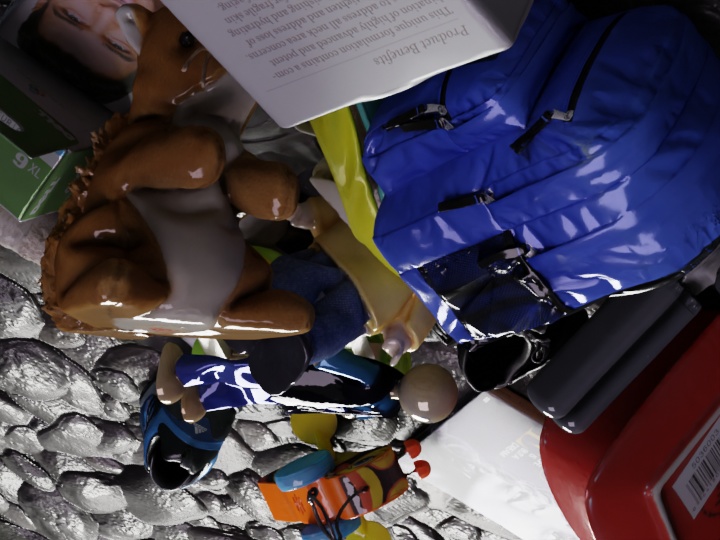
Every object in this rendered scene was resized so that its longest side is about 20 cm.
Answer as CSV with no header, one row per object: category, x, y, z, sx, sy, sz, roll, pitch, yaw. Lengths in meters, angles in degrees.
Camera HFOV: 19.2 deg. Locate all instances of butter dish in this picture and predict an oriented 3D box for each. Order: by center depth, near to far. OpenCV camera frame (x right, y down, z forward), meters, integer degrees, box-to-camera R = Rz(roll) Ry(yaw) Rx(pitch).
butter dish,0.187,0.110,1.399,0.148,0.200,0.200,25,153,40

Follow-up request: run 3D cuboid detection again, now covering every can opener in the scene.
can opener,0.186,0.022,1.278,0.200,0.067,0.053,-43,137,7

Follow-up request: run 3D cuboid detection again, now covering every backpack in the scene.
backpack,0.114,-0.063,1.201,0.200,0.163,0.168,-15,127,42

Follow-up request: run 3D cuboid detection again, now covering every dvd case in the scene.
dvd case,0.142,0.163,1.605,0.200,0.016,0.149,31,144,-11

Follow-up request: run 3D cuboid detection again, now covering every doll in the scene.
doll,-0.030,0.078,1.435,0.200,0.049,0.136,0,158,20

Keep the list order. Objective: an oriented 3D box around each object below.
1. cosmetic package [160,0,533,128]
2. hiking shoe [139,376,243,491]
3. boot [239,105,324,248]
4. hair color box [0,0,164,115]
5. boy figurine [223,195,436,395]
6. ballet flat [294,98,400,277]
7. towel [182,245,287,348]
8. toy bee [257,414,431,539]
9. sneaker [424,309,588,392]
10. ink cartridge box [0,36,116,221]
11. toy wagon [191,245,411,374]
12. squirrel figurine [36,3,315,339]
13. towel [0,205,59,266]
cosmetic package,-0.018,-0.211,1.077,0.167,0.167,0.200,-15,129,42
hiking shoe,-0.145,0.128,1.639,0.074,0.087,0.200,28,159,-3
boot,-0.030,-0.075,1.353,0.130,0.068,0.200,7,143,12
hair color box,-0.129,-0.179,1.270,0.099,0.061,0.200,34,144,-16
boy figurine,0.000,0.000,1.338,0.124,0.200,0.064,48,135,11
ballet flat,-0.004,-0.076,1.274,0.067,0.067,0.200,1,132,28
towel,-0.085,0.032,1.531,0.149,0.031,0.200,-11,138,40
toy bee,-0.003,0.168,1.616,0.200,0.109,0.131,39,151,59
sneaker,0.078,0.035,1.396,0.060,0.104,0.200,40,141,-23
ink cartridge box,-0.212,-0.088,1.305,0.104,0.200,0.059,40,107,7
toy wagon,-0.053,0.032,1.455,0.155,0.040,0.200,3,148,15
squirrel figurine,-0.117,-0.057,1.228,0.141,0.187,0.200,8,170,-30
towel,-0.204,-0.049,1.393,0.132,0.200,0.035,25,106,-2
